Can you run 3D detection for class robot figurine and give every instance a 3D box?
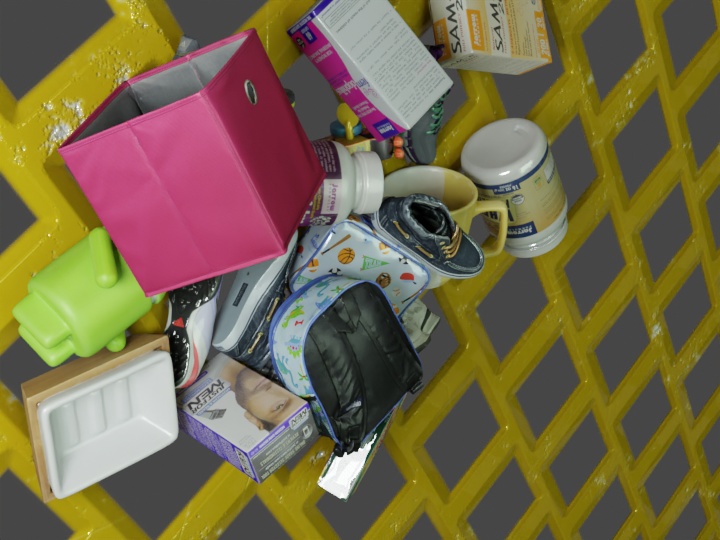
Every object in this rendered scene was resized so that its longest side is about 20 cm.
[{"bbox_3d":[-0.313,0.022,1.317,0.200,0.115,0.176,-40,158,-27],"label":"robot figurine"}]

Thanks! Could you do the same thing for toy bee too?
[{"bbox_3d":[0.004,-0.183,1.562,0.200,0.108,0.132,-46,131,-22],"label":"toy bee"}]

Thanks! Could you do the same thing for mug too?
[{"bbox_3d":[0.116,-0.053,1.686,0.149,0.185,0.155,-44,144,-48],"label":"mug"}]

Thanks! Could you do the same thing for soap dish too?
[{"bbox_3d":[-0.327,0.178,1.384,0.199,0.081,0.159,-25,128,-37],"label":"soap dish"}]

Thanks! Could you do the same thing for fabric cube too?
[{"bbox_3d":[-0.181,-0.123,1.255,0.201,0.198,0.197,63,25,-23],"label":"fabric cube"}]

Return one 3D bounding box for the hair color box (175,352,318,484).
[{"bbox_3d":[-0.162,0.193,1.477,0.109,0.199,0.065,-38,130,-28],"label":"hair color box"}]

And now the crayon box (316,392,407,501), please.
[{"bbox_3d":[0.010,0.250,1.712,0.202,0.058,0.173,-61,172,-3],"label":"crayon box"}]

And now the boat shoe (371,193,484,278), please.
[{"bbox_3d":[0.114,-0.044,1.538,0.199,0.091,0.072,26,74,-29],"label":"boat shoe"}]

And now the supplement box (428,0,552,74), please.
[{"bbox_3d":[0.198,-0.373,1.675,0.199,0.073,0.128,-6,85,-44],"label":"supplement box"}]

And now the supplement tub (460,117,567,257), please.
[{"bbox_3d":[0.258,-0.133,1.812,0.145,0.144,0.201,-47,133,-21],"label":"supplement tub"}]

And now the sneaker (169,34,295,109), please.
[{"bbox_3d":[-0.157,-0.244,1.402,0.199,0.073,0.082,5,100,-48],"label":"sneaker"}]

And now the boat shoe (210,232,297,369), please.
[{"bbox_3d":[-0.129,0.035,1.535,0.091,0.071,0.202,37,79,-40],"label":"boat shoe"}]

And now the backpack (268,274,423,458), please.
[{"bbox_3d":[-0.035,0.110,1.496,0.183,0.146,0.202,-41,124,-27],"label":"backpack"}]

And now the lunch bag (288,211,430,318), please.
[{"bbox_3d":[0.000,0.000,1.596,0.199,0.076,0.161,30,106,-30],"label":"lunch bag"}]

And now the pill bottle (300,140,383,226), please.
[{"bbox_3d":[-0.074,-0.115,1.459,0.197,0.112,0.114,-3,110,-18],"label":"pill bottle"}]

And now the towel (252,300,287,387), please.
[{"bbox_3d":[-0.064,0.150,1.644,0.199,0.085,0.167,24,90,-47],"label":"towel"}]

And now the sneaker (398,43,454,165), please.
[{"bbox_3d":[0.101,-0.243,1.640,0.075,0.087,0.202,-51,137,-41],"label":"sneaker"}]

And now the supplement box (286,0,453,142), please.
[{"bbox_3d":[0.013,-0.286,1.474,0.200,0.101,0.103,47,69,-13],"label":"supplement box"}]

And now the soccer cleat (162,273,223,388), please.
[{"bbox_3d":[-0.221,0.058,1.474,0.073,0.067,0.203,18,87,-73],"label":"soccer cleat"}]

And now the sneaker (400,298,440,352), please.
[{"bbox_3d":[0.052,0.078,1.698,0.076,0.115,0.201,-43,-178,20],"label":"sneaker"}]
